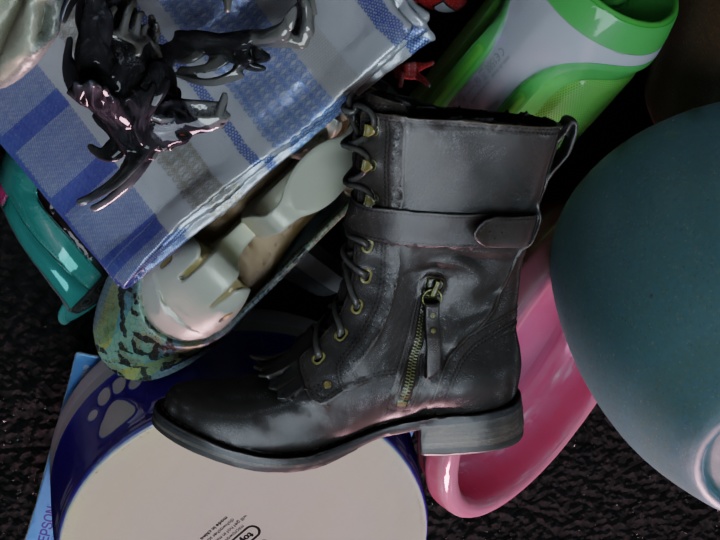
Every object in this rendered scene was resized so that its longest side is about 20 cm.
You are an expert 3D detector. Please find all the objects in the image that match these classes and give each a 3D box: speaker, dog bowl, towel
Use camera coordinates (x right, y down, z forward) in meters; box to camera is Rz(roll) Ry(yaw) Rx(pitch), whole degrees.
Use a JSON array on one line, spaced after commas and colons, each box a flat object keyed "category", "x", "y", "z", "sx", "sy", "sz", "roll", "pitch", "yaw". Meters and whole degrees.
[{"category": "speaker", "x": 0.073, "y": -0.085, "z": 0.996, "sx": 0.088, "sy": 0.089, "sz": 0.200, "roll": 19, "pitch": 136, "yaw": -23}, {"category": "dog bowl", "x": -0.066, "y": 0.124, "z": 1.065, "sx": 0.200, "sy": 0.079, "sz": 0.200, "roll": -5, "pitch": 124, "yaw": -7}, {"category": "towel", "x": -0.083, "y": -0.105, "z": 0.929, "sx": 0.200, "sy": 0.024, "sz": 0.147, "roll": -40, "pitch": 87, "yaw": 10}]

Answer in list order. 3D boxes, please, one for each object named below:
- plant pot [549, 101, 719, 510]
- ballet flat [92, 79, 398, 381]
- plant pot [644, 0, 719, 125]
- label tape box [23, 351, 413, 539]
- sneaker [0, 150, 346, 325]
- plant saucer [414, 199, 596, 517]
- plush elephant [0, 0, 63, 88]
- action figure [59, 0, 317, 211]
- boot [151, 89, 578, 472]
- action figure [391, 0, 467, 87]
[{"category": "plant pot", "x": 0.192, "y": 0.037, "z": 0.925, "sx": 0.200, "sy": 0.135, "sz": 0.200, "roll": 0, "pitch": 134, "yaw": 0}, {"category": "ballet flat", "x": -0.057, "y": -0.020, "z": 0.965, "sx": 0.200, "sy": 0.074, "sz": 0.074, "roll": -48, "pitch": 121, "yaw": 4}, {"category": "plant pot", "x": 0.236, "y": -0.147, "z": 0.960, "sx": 0.200, "sy": 0.200, "sz": 0.198, "roll": 4, "pitch": 132, "yaw": -14}, {"category": "label tape box", "x": -0.080, "y": 0.101, "z": 1.134, "sx": 0.200, "sy": 0.066, "sz": 0.143, "roll": 10, "pitch": 121, "yaw": -15}, {"category": "sneaker", "x": -0.107, "y": -0.015, "z": 1.033, "sx": 0.200, "sy": 0.084, "sz": 0.121, "roll": 34, "pitch": 107, "yaw": -20}, {"category": "plant saucer", "x": 0.091, "y": 0.039, "z": 1.080, "sx": 0.200, "sy": 0.051, "sz": 0.201, "roll": -42, "pitch": 152, "yaw": -29}, {"category": "plush elephant", "x": -0.204, "y": -0.162, "z": 0.873, "sx": 0.155, "sy": 0.165, "sz": 0.200, "roll": -22, "pitch": 156, "yaw": 20}, {"category": "action figure", "x": -0.076, "y": -0.124, "z": 0.856, "sx": 0.102, "sy": 0.119, "sz": 0.200, "roll": 4, "pitch": 88, "yaw": 10}, {"category": "boot", "x": 0.000, "y": 0.000, "z": 0.932, "sx": 0.200, "sy": 0.069, "sz": 0.174, "roll": -3, "pitch": 110, "yaw": -14}, {"category": "action figure", "x": -0.038, "y": -0.130, "z": 0.961, "sx": 0.200, "sy": 0.099, "sz": 0.065, "roll": -3, "pitch": 108, "yaw": -13}]
